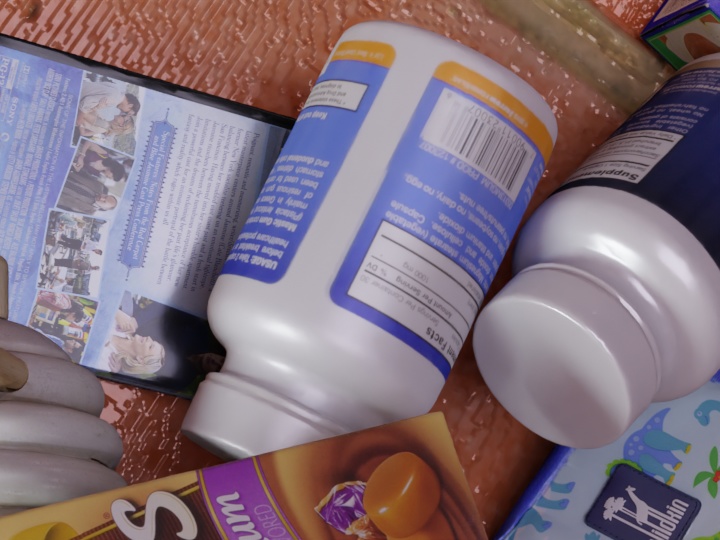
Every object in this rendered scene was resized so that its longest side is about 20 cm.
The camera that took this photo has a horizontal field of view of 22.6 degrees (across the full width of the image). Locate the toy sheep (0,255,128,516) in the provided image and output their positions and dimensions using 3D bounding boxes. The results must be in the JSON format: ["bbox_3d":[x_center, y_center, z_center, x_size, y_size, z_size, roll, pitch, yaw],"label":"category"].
[{"bbox_3d":[-0.159,0.088,0.756,0.138,0.138,0.200,9,74,-17],"label":"toy sheep"}]

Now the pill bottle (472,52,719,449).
[{"bbox_3d":[0.141,-0.009,0.841,0.111,0.111,0.200,52,54,-7],"label":"pill bottle"}]

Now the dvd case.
[{"bbox_3d":[-0.096,-0.017,0.844,0.200,0.018,0.143,15,81,-15],"label":"dvd case"}]

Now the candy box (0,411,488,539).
[{"bbox_3d":[-0.042,0.134,0.680,0.200,0.056,0.117,-12,71,-28],"label":"candy box"}]

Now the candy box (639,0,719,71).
[{"bbox_3d":[0.276,-0.124,0.941,0.200,0.077,0.169,41,74,-10],"label":"candy box"}]

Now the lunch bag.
[{"bbox_3d":[0.170,0.148,0.866,0.200,0.127,0.170,34,75,5],"label":"lunch bag"}]

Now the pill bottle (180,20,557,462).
[{"bbox_3d":[0.000,0.000,0.805,0.112,0.112,0.200,29,78,-13],"label":"pill bottle"}]
